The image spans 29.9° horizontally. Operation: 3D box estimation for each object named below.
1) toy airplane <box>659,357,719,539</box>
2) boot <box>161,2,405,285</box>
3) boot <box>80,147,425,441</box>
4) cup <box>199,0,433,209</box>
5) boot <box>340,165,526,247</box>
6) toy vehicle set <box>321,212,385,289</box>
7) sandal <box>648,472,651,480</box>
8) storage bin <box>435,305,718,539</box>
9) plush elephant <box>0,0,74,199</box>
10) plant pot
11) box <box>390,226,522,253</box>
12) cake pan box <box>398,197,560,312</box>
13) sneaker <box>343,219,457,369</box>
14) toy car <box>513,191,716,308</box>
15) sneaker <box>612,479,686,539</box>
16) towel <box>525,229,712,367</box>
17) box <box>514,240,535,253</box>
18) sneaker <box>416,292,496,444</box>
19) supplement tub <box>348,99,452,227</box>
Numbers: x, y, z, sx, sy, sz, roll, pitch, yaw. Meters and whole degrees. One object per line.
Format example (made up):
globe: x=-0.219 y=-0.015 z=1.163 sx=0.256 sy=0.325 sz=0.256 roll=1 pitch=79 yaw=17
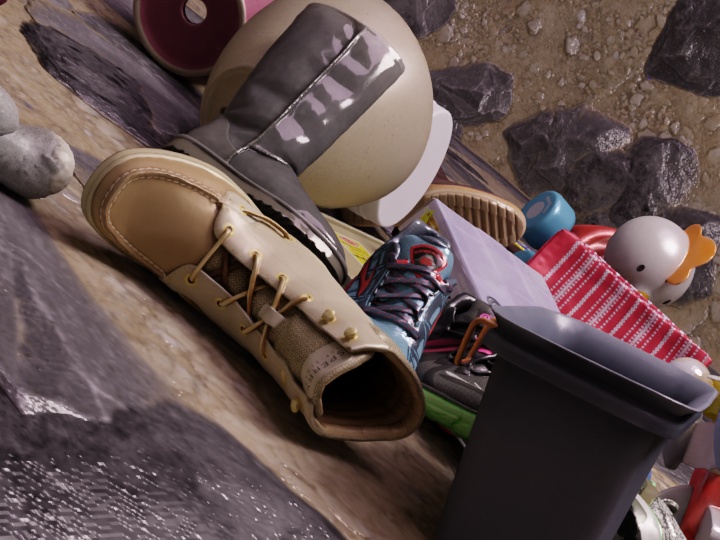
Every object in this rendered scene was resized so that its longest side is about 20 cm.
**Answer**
toy airplane: x=0.308 y=0.141 z=1.166 sx=0.141 sy=0.200 sz=0.199 roll=43 pitch=39 yaw=3
boot: x=-0.031 y=-0.097 z=1.017 sx=0.182 sy=0.073 sz=0.200 roll=41 pitch=53 yaw=7
boot: x=-0.057 y=0.017 z=0.764 sx=0.200 sy=0.073 sz=0.156 roll=37 pitch=7 yaw=-40
cup: x=-0.057 y=-0.137 z=1.157 sx=0.200 sy=0.201 sz=0.143 roll=41 pitch=34 yaw=13
boot: x=0.078 y=-0.092 z=1.411 sx=0.197 sy=0.073 sz=0.167 roll=8 pitch=31 yaw=6
toy vehicle set: x=0.000 y=0.000 z=1.143 sx=0.124 sy=0.027 sz=0.199 roll=46 pitch=13 yaw=32
sandal: x=0.180 y=0.123 z=1.091 sx=0.199 sy=0.087 sz=0.080 roll=33 pitch=10 yaw=-39
storage bin: x=0.113 y=0.104 z=0.797 sx=0.144 sy=0.136 sz=0.200 roll=26 pitch=6 yaw=17
plush elephant: x=-0.222 y=-0.161 z=0.708 sx=0.165 sy=0.155 sz=0.199 roll=45 pitch=12 yaw=30
plant pot: x=-0.147 y=-0.286 z=1.431 sx=0.199 sy=0.201 sz=0.179 roll=39 pitch=27 yaw=2
box: x=0.137 y=-0.003 z=1.497 sx=0.199 sy=0.075 sz=0.100 roll=32 pitch=13 yaw=-42
cake pan box: x=0.133 y=0.049 z=1.201 sx=0.199 sy=0.052 sz=0.185 roll=31 pitch=30 yaw=-46
sneaker: x=0.021 y=0.017 z=0.932 sx=0.079 sy=0.096 sz=0.200 roll=32 pitch=21 yaw=-6
toy car: x=0.274 y=0.012 z=1.398 sx=0.184 sy=0.199 sz=0.178 roll=47 pitch=49 yaw=-22
sneaker: x=0.178 y=0.158 z=0.950 sx=0.088 sy=0.077 sz=0.201 roll=21 pitch=26 yaw=-25
towel: x=0.220 y=0.067 z=1.308 sx=0.200 sy=0.144 sz=0.023 roll=44 pitch=-9 yaw=24
box: x=0.162 y=-0.016 z=1.628 sx=0.199 sy=0.070 sz=0.064 roll=39 pitch=10 yaw=-1
sneaker: x=0.074 y=0.064 z=0.979 sx=0.076 sy=0.084 sz=0.200 roll=35 pitch=12 yaw=-16
supplement tub: x=-0.026 y=-0.145 z=1.301 sx=0.199 sy=0.133 sz=0.132 roll=33 pitch=9 yaw=18
